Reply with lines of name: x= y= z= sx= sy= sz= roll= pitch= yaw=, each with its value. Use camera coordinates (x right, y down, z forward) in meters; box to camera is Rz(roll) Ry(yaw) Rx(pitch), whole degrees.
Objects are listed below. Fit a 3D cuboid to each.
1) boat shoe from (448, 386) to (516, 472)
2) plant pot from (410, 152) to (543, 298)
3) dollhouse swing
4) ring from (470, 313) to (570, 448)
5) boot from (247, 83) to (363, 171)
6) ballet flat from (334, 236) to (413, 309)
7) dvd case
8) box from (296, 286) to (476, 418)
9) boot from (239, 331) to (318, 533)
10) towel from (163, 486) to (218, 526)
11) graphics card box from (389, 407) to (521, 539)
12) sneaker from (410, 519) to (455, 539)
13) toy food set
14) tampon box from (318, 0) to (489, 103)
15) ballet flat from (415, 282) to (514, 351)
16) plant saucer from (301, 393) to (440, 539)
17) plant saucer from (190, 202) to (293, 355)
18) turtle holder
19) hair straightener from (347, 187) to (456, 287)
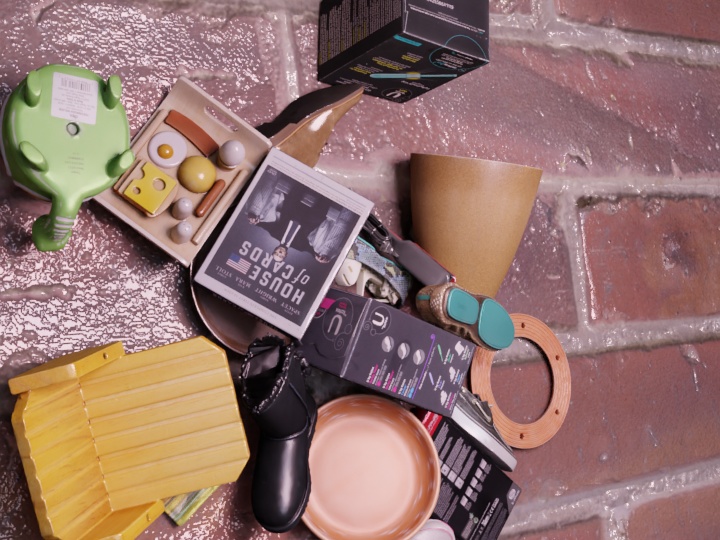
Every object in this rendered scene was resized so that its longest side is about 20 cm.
boat shoe: x=0.157 y=0.204 z=1.446 sx=0.200 sy=0.071 sz=0.064 roll=45 pitch=68 yaw=-18
plant pot: x=0.149 y=-0.054 z=1.443 sx=0.185 sy=0.186 sz=0.201 roll=4 pitch=97 yaw=-33
dollhouse swing: x=-0.237 y=0.180 z=1.103 sx=0.182 sy=0.175 sz=0.201 roll=-33 pitch=111 yaw=-77
ring: x=0.239 y=0.165 z=1.543 sx=0.199 sy=0.019 sz=0.202 roll=6 pitch=78 yaw=-32
boot: x=-0.067 y=-0.186 z=1.380 sx=0.200 sy=0.073 sz=0.076 roll=-39 pitch=122 yaw=-28
ballet flat: x=0.000 y=0.000 z=1.361 sx=0.200 sy=0.074 sz=0.075 roll=30 pitch=66 yaw=-40
dvd case: x=-0.092 y=-0.034 z=1.267 sx=0.150 sy=0.025 sz=0.201 roll=29 pitch=71 yaw=-1
box: x=0.031 y=0.103 z=1.325 sx=0.199 sy=0.122 sz=0.107 roll=25 pitch=83 yaw=-38
boot: x=-0.101 y=0.187 z=1.216 sx=0.163 sy=0.073 sz=0.199 roll=74 pitch=22 yaw=-53
towel: x=-0.247 y=0.201 z=1.208 sx=0.200 sy=0.018 sz=0.086 roll=51 pitch=58 yaw=-16
graphics card box: x=0.123 y=0.295 z=1.421 sx=0.200 sy=0.051 sz=0.126 roll=43 pitch=62 yaw=-19
sneaker: x=0.061 y=0.408 z=1.323 sx=0.200 sy=0.088 sz=0.081 roll=-47 pitch=108 yaw=-22
toy food set: x=-0.215 y=-0.121 z=1.243 sx=0.143 sy=0.060 sz=0.201 roll=36 pitch=63 yaw=-9
tampon box: x=0.057 y=-0.328 z=1.398 sx=0.149 sy=0.200 sz=0.127 roll=10 pitch=76 yaw=-34
ballet flat: x=0.137 y=0.058 z=1.367 sx=0.200 sy=0.065 sz=0.071 roll=33 pitch=68 yaw=-50
plant saucer: x=0.003 y=0.261 z=1.320 sx=0.199 sy=0.037 sz=0.201 roll=4 pitch=72 yaw=-11
plant saucer: x=-0.131 y=0.013 z=1.313 sx=0.199 sy=0.032 sz=0.202 roll=7 pitch=77 yaw=-32
turtle holder: x=-0.327 y=-0.129 z=1.145 sx=0.141 sy=0.131 sz=0.186 roll=-28 pitch=98 yaw=-35
hair straightener: x=0.044 y=-0.043 z=1.377 sx=0.041 sy=0.077 sz=0.200 roll=-46 pitch=73 yaw=9
